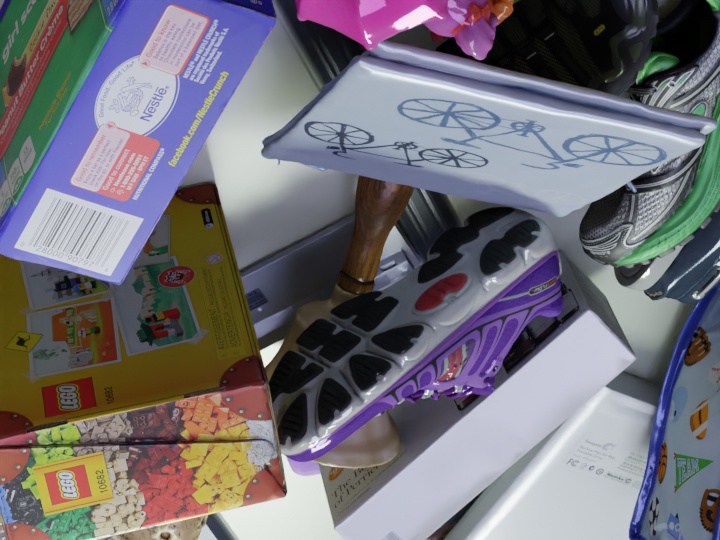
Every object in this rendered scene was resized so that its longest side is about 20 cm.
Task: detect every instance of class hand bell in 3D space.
[{"bbox_3d":[0.000,0.000,1.461,0.104,0.104,0.201,9,113,-21],"label":"hand bell"}]

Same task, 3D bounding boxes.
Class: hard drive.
[{"bbox_3d":[0.144,0.153,1.666,0.131,0.026,0.200,21,123,-29],"label":"hard drive"}]

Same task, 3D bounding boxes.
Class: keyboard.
[{"bbox_3d":[-0.063,0.023,1.513,0.199,0.011,0.056,-27,126,9],"label":"keyboard"}]

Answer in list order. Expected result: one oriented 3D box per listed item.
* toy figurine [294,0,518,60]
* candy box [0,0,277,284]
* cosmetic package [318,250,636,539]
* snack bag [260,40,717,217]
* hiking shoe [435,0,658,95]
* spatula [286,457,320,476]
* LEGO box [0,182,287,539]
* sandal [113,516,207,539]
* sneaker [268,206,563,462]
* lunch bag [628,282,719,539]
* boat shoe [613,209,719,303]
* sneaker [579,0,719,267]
[{"bbox_3d":[0.022,-0.158,1.231,0.150,0.184,0.200,-38,116,21],"label":"toy figurine"},{"bbox_3d":[-0.122,-0.123,1.240,0.077,0.200,0.169,18,123,-25],"label":"candy box"},{"bbox_3d":[0.065,0.083,1.526,0.200,0.083,0.051,-42,112,11],"label":"cosmetic package"},{"bbox_3d":[0.061,-0.069,1.336,0.188,0.022,0.200,11,167,-14],"label":"snack bag"},{"bbox_3d":[0.094,-0.118,1.384,0.100,0.076,0.201,-3,132,-17],"label":"hiking shoe"},{"bbox_3d":[0.046,0.077,1.577,0.199,0.021,0.057,-21,123,2],"label":"spatula"},{"bbox_3d":[-0.130,0.048,1.384,0.148,0.200,0.077,-12,125,-4],"label":"LEGO box"},{"bbox_3d":[-0.111,0.142,1.505,0.077,0.070,0.212,-2,157,-10],"label":"sandal"},{"bbox_3d":[0.037,0.049,1.417,0.200,0.081,0.084,-34,122,-17],"label":"sneaker"},{"bbox_3d":[0.275,0.095,1.575,0.169,0.124,0.201,7,102,-23],"label":"lunch bag"},{"bbox_3d":[0.222,-0.053,1.474,0.062,0.075,0.200,18,125,-25],"label":"boat shoe"},{"bbox_3d":[0.171,-0.092,1.432,0.085,0.078,0.201,15,116,-26],"label":"sneaker"}]
